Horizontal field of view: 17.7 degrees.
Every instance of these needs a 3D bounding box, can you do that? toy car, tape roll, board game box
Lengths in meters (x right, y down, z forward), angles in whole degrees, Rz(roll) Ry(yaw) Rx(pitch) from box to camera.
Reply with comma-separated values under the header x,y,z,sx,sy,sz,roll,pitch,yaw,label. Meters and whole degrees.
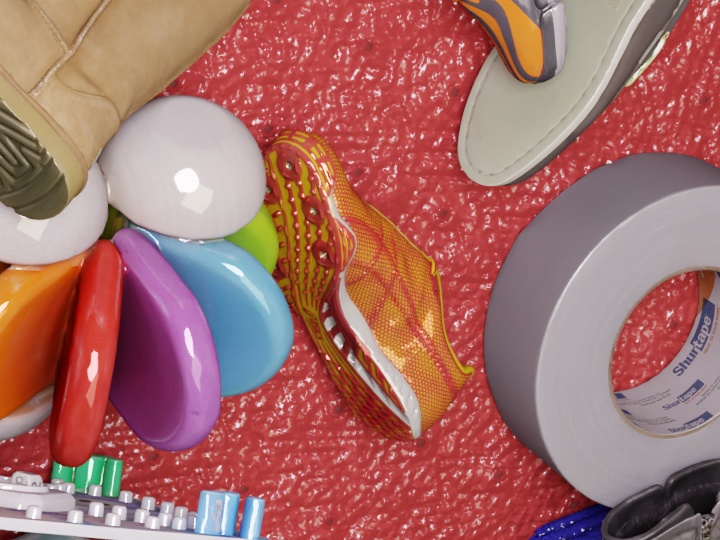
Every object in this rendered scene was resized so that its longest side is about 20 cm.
x,y,z,sx,sy,sz,roll,pitch,yaw,label
-0.120,0.022,1.105,0.199,0.150,0.176,-9,137,-28,toy car
0.172,0.036,1.340,0.199,0.066,0.202,-11,114,-25,tape roll
-0.171,0.102,1.111,0.199,0.200,0.026,9,88,-30,board game box

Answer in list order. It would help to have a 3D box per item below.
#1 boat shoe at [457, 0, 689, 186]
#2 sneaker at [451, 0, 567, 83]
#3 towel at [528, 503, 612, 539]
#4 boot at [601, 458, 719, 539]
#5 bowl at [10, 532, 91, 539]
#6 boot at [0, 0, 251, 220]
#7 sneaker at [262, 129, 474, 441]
x,y,z,sx,sy,sz,roll,pitch,yaw,label
0.129,-0.126,1.246,0.202,0.072,0.060,-55,147,11,boat shoe
0.027,-0.172,1.177,0.112,0.078,0.201,-27,107,-10,sneaker
0.173,0.224,1.432,0.147,0.050,0.201,-20,120,-23,towel
0.149,0.196,1.329,0.199,0.070,0.132,-34,132,-26,boot
-0.132,0.200,1.190,0.200,0.200,0.106,27,76,-33,bowl
-0.145,-0.140,1.052,0.176,0.066,0.200,54,42,-21,boot
0.000,0.000,1.244,0.077,0.073,0.201,-47,131,-29,sneaker
